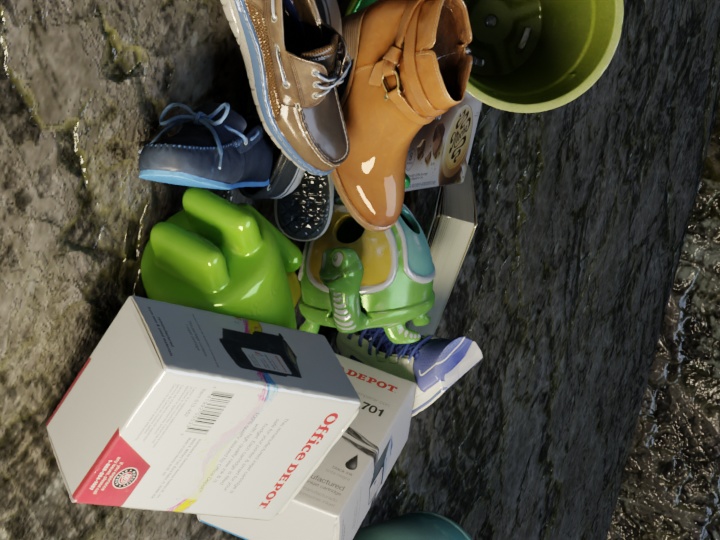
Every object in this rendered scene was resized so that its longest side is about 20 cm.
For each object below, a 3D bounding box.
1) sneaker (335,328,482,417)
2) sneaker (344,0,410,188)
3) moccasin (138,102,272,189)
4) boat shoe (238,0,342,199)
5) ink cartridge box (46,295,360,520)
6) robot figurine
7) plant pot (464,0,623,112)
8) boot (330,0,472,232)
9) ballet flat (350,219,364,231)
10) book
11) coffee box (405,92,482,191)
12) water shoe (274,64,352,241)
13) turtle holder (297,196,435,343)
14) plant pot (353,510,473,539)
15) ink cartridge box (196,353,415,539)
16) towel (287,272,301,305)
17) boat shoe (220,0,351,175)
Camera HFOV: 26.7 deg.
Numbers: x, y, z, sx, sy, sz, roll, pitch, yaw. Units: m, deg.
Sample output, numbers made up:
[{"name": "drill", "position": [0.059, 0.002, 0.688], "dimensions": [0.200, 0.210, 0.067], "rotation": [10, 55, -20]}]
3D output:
[{"name": "sneaker", "position": [0.030, 0.088, 1.574], "dimensions": [0.080, 0.116, 0.199], "rotation": [-37, -175, -30]}, {"name": "sneaker", "position": [0.019, -0.169, 1.458], "dimensions": [0.074, 0.082, 0.203], "rotation": [-22, 110, -76]}, {"name": "moccasin", "position": [-0.126, -0.103, 1.218], "dimensions": [0.200, 0.079, 0.069], "rotation": [-23, 121, -76]}, {"name": "boat shoe", "position": [-0.065, -0.155, 1.321], "dimensions": [0.056, 0.068, 0.203], "rotation": [-25, 131, -61]}, {"name": "ink cartridge box", "position": [-0.122, 0.114, 1.193], "dimensions": [0.198, 0.083, 0.146], "rotation": [14, 122, -42]}, {"name": "robot figurine", "position": [-0.115, 0.025, 1.265], "dimensions": [0.176, 0.115, 0.201], "rotation": [-52, 152, -28]}, {"name": "plant pot", "position": [0.154, -0.267, 1.589], "dimensions": [0.190, 0.197, 0.203], "rotation": [-135, -119, -81]}, {"name": "boot", "position": [0.038, -0.134, 1.295], "dimensions": [0.073, 0.154, 0.203], "rotation": [-12, 97, -36]}, {"name": "ballet flat", "position": [0.003, -0.010, 1.624], "dimensions": [0.063, 0.066, 0.202], "rotation": [-92, -175, -52]}, {"name": "book", "position": [0.084, -0.007, 1.726], "dimensions": [0.134, 0.047, 0.202], "rotation": [-80, -174, -59]}, {"name": "coffee box", "position": [0.054, -0.150, 1.588], "dimensions": [0.200, 0.079, 0.115], "rotation": [-13, 119, -66]}, {"name": "water shoe", "position": [-0.048, -0.131, 1.405], "dimensions": [0.079, 0.070, 0.203], "rotation": [-105, -155, -78]}, {"name": "turtle holder", "position": [-0.006, -0.002, 1.484], "dimensions": [0.184, 0.140, 0.134], "rotation": [-14, 107, -47]}, {"name": "plant pot", "position": [0.024, 0.393, 1.802], "dimensions": [0.187, 0.199, 0.203], "rotation": [6, 101, -52]}, {"name": "ink cartridge box", "position": [-0.049, 0.173, 1.464], "dimensions": [0.201, 0.145, 0.087], "rotation": [-56, 160, -46]}, {"name": "towel", "position": [-0.109, 0.085, 1.463], "dimensions": [0.086, 0.018, 0.202], "rotation": [75, 37, -62]}, {"name": "boat shoe", "position": [-0.050, -0.168, 1.240], "dimensions": [0.072, 0.072, 0.202], "rotation": [-49, 123, -40]}]
